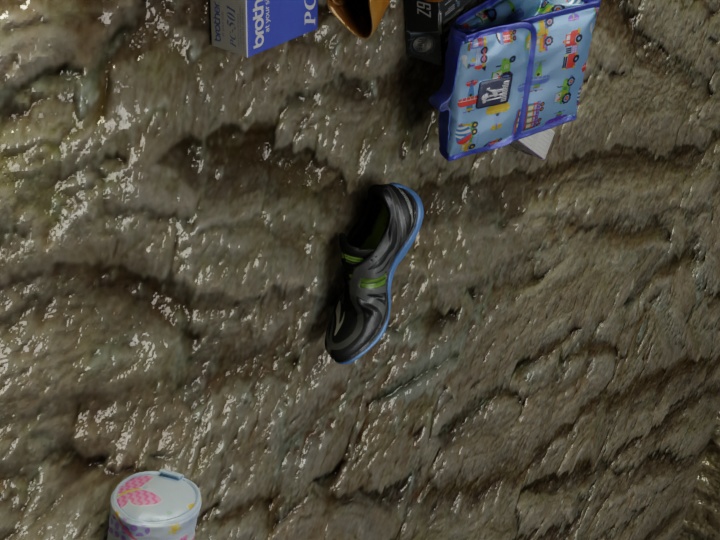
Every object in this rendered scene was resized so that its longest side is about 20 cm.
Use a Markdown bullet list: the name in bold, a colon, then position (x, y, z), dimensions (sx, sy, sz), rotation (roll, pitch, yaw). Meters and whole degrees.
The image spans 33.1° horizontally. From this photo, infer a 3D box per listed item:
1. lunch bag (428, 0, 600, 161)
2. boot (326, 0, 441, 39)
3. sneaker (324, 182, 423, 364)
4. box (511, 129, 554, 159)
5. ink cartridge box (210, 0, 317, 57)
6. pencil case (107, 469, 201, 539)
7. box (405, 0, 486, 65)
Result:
- **lunch bag**: position (0.148, -0.215, 1.297), dimensions (0.199, 0.094, 0.151), rotation (-27, 139, -32)
- **boot**: position (0.020, -0.262, 1.088), dimensions (0.201, 0.070, 0.145), rotation (48, 48, -51)
- **sneaker**: position (0.000, 0.000, 1.284), dimensions (0.082, 0.071, 0.201), rotation (18, 92, -47)
- **box**: position (0.185, -0.183, 1.485), dimensions (0.200, 0.039, 0.042), rotation (18, 94, -61)
- **ink cartridge box**: position (-0.077, -0.283, 0.974), dimensions (0.094, 0.044, 0.201), rotation (-33, 136, -44)
- **pencil case**: position (-0.193, 0.286, 1.125), dimensions (0.091, 0.083, 0.201), rotation (-33, 136, -54)
- **box**: position (0.118, -0.333, 1.269), dimensions (0.200, 0.043, 0.161), rotation (-44, 143, -36)
